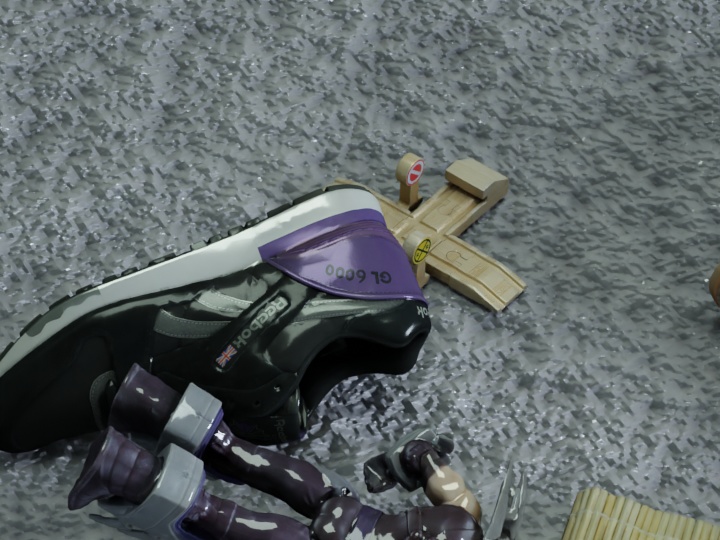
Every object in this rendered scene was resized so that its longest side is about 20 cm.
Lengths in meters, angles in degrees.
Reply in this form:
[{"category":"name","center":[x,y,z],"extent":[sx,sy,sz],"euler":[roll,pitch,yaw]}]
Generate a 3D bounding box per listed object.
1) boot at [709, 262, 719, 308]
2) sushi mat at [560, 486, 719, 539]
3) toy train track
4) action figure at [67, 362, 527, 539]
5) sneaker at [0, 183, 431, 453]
[{"category":"boot","center":[0.259,0.038,1.295],"extent":[0.199,0.074,0.155],"euler":[-14,61,15]},{"category":"sushi mat","center":[0.107,0.171,1.192],"extent":[0.095,0.012,0.200],"euler":[14,45,11]},{"category":"toy train track","center":[0.000,0.000,1.353],"extent":[0.115,0.033,0.200],"euler":[30,51,26]},{"category":"action figure","center":[-0.015,0.106,1.201],"extent":[0.200,0.069,0.130],"euler":[25,52,1]},{"category":"sneaker","center":[-0.066,0.041,1.266],"extent":[0.200,0.076,0.088],"euler":[-26,65,-4]}]
